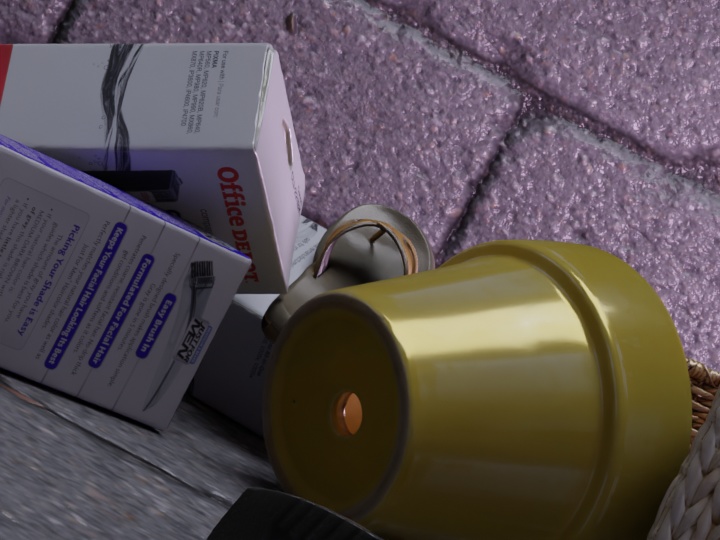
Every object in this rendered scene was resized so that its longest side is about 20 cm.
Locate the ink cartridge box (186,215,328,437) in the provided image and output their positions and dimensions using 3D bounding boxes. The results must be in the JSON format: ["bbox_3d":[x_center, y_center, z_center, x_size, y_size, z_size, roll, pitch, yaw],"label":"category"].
[{"bbox_3d":[-0.087,0.013,1.526,0.199,0.084,0.146,30,28,13],"label":"ink cartridge box"}]

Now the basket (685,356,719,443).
[{"bbox_3d":[0.233,0.141,1.783,0.199,0.150,0.143,21,-2,7],"label":"basket"}]

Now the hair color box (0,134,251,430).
[{"bbox_3d":[-0.168,0.000,1.274,0.199,0.110,0.065,26,3,-37],"label":"hair color box"}]

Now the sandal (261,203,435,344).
[{"bbox_3d":[0.000,0.000,1.465,0.080,0.054,0.200,28,28,9],"label":"sandal"}]

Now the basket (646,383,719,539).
[{"bbox_3d":[0.252,0.173,1.343,0.160,0.201,0.198,27,3,18],"label":"basket"}]

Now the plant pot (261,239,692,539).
[{"bbox_3d":[0.054,0.080,1.344,0.188,0.202,0.200,2,21,-41],"label":"plant pot"}]

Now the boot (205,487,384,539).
[{"bbox_3d":[0.024,0.162,0.935,0.200,0.078,0.138,42,1,3],"label":"boot"}]

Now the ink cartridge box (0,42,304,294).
[{"bbox_3d":[-0.141,-0.058,1.385,0.199,0.084,0.145,-1,-35,7],"label":"ink cartridge box"}]
